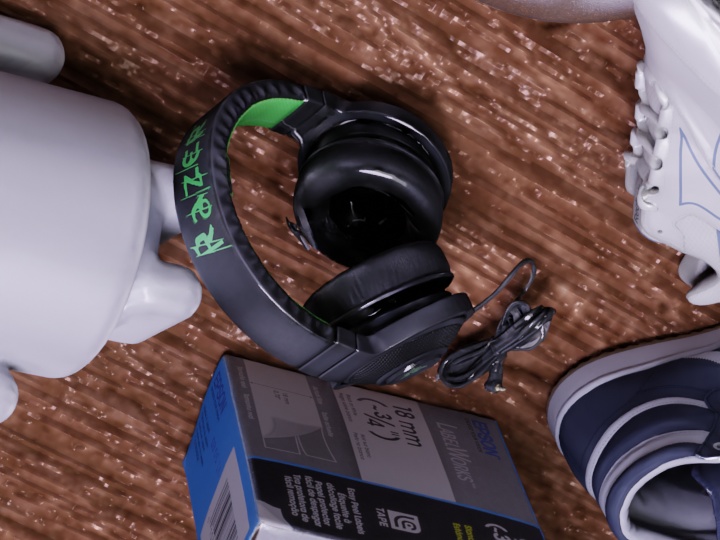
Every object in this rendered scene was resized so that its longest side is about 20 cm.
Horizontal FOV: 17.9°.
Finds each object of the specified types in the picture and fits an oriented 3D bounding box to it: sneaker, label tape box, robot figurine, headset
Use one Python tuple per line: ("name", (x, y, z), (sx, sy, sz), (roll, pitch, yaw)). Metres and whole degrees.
("sneaker", (0.145, -0.050, 0.940), (0.087, 0.075, 0.200), (-22, 130, 12))
("label tape box", (0.031, 0.115, 0.979), (0.199, 0.144, 0.063), (15, 112, -16))
("robot figurine", (-0.159, -0.024, 0.885), (0.199, 0.170, 0.113), (15, 156, -26))
("sneaker", (0.187, 0.062, 0.994), (0.199, 0.109, 0.070), (-21, 119, 2))
("headset", (0.000, 0.000, 0.939), (0.200, 0.124, 0.094), (20, 139, -37))

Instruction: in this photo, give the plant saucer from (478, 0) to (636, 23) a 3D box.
("plant saucer", (0.098, -0.186, 0.897), (0.199, 0.032, 0.201), (-4, 119, -8))
